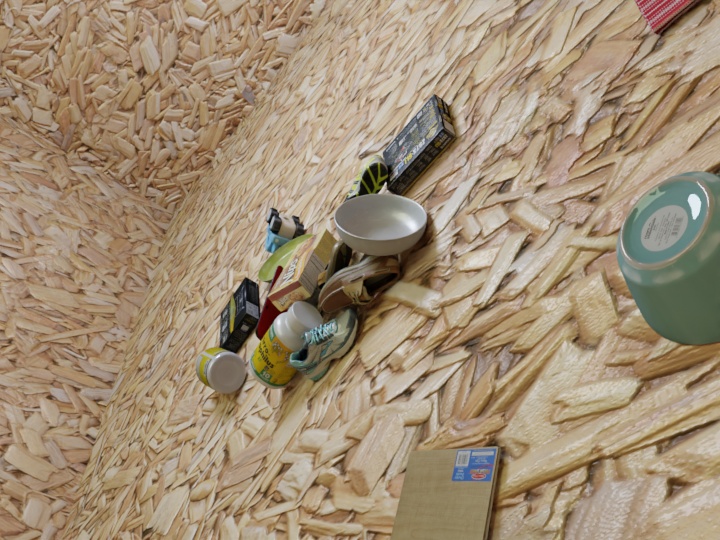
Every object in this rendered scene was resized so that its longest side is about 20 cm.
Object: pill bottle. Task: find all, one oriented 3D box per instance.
[{"bbox_3d":[-0.405,0.279,1.919,0.199,0.111,0.115,1,63,63],"label":"pill bottle"},{"bbox_3d":[-0.170,0.171,1.563,0.201,0.111,0.114,-53,25,29],"label":"pill bottle"}]

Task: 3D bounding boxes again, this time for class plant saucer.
[{"bbox_3d":[-0.197,-0.027,1.874,0.197,0.031,0.201,-29,24,14],"label":"plant saucer"}]

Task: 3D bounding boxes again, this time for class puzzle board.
[{"bbox_3d":[0.121,0.335,0.972,0.198,0.017,0.154,-24,42,52],"label":"puzzle board"}]

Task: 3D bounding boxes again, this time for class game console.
[{"bbox_3d":[-0.236,0.117,1.761,0.171,0.117,0.204,-24,42,51],"label":"game console"}]

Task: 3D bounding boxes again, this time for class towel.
[{"bbox_3d":[0.509,-0.480,1.087,0.144,0.022,0.203,-39,34,36],"label":"towel"}]

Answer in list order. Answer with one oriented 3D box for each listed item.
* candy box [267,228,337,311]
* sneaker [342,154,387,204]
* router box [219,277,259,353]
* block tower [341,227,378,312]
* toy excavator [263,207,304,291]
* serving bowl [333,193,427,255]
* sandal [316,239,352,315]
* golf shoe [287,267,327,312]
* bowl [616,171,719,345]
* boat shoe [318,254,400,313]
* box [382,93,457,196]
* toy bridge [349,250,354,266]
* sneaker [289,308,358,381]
[{"bbox_3d":[-0.137,-0.003,1.628,0.114,0.055,0.202,-28,26,38],"label":"candy box"},{"bbox_3d":[0.009,-0.187,1.625,0.201,0.074,0.077,-52,17,33],"label":"sneaker"},{"bbox_3d":[-0.373,0.140,2.074,0.158,0.052,0.202,-52,26,20],"label":"router box"},{"bbox_3d":[0.000,0.000,1.511,0.203,0.053,0.058,-60,24,3],"label":"block tower"},{"bbox_3d":[-0.246,-0.058,2.020,0.204,0.098,0.195,-68,23,18],"label":"toy excavator"},{"bbox_3d":[0.042,-0.087,1.413,0.202,0.194,0.067,-106,12,-57],"label":"serving bowl"},{"bbox_3d":[-0.069,0.013,1.548,0.053,0.080,0.204,31,124,26],"label":"sandal"},{"bbox_3d":[-0.126,0.062,1.665,0.092,0.072,0.204,-34,35,40],"label":"golf shoe"},{"bbox_3d":[0.375,-0.031,0.769,0.200,0.104,0.204,-43,30,32],"label":"bowl"},{"bbox_3d":[-0.001,0.032,1.420,0.198,0.076,0.075,-35,42,13],"label":"boat shoe"},{"bbox_3d":[0.132,-0.291,1.574,0.200,0.049,0.162,-46,31,29],"label":"box"},{"bbox_3d":[-0.037,-0.033,1.648,0.067,0.027,0.204,-7,58,58],"label":"toy bridge"},{"bbox_3d":[-0.080,0.156,1.460,0.201,0.085,0.078,-51,27,21],"label":"sneaker"}]
